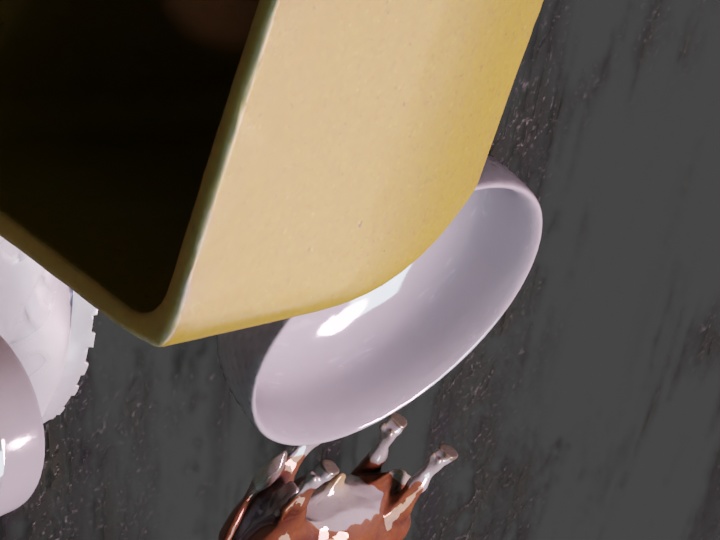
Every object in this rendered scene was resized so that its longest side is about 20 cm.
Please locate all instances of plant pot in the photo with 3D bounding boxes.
[{"bbox_3d":[-0.039,-0.101,0.900,0.200,0.195,0.195,-1,117,-49],"label":"plant pot"}]

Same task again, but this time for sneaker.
[{"bbox_3d":[-0.169,-0.005,1.064,0.080,0.076,0.201,-20,135,-37],"label":"sneaker"}]

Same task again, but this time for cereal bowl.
[{"bbox_3d":[0.000,0.000,1.270,0.200,0.083,0.200,-30,150,-19],"label":"cereal bowl"}]

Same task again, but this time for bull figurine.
[{"bbox_3d":[-0.009,0.155,1.507,0.200,0.065,0.122,-7,133,-51],"label":"bull figurine"}]

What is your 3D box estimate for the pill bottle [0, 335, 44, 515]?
[{"bbox_3d":[-0.238,0.090,0.963,0.200,0.114,0.114,-22,148,-45],"label":"pill bottle"}]
